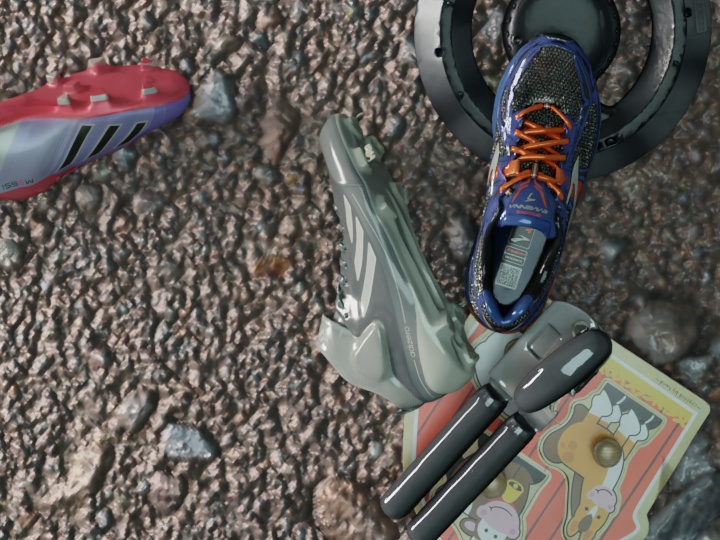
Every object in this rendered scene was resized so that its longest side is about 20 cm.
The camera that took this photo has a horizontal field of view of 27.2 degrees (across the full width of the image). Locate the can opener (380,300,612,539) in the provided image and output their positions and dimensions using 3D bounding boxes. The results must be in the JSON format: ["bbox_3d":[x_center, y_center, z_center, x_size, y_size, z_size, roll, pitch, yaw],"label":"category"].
[{"bbox_3d":[0.086,0.101,0.981,0.053,0.066,0.200,45,109,14],"label":"can opener"}]

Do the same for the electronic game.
[{"bbox_3d":[0.134,-0.160,0.994,0.197,0.042,0.203,1,102,6],"label":"electronic game"}]

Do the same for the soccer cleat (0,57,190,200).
[{"bbox_3d":[-0.208,-0.089,1.014,0.197,0.067,0.077,-14,125,-2],"label":"soccer cleat"}]

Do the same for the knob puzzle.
[{"bbox_3d":[0.116,0.130,1.025,0.216,0.030,0.223,0,95,2],"label":"knob puzzle"}]

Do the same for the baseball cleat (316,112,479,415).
[{"bbox_3d":[0.000,0.000,1.001,0.106,0.070,0.202,-28,83,21],"label":"baseball cleat"}]

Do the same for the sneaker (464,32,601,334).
[{"bbox_3d":[0.113,-0.050,0.957,0.074,0.078,0.203,8,101,3],"label":"sneaker"}]
